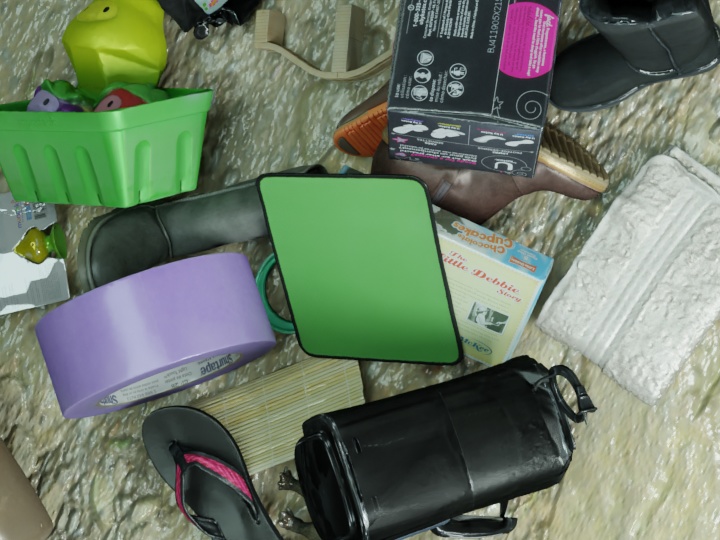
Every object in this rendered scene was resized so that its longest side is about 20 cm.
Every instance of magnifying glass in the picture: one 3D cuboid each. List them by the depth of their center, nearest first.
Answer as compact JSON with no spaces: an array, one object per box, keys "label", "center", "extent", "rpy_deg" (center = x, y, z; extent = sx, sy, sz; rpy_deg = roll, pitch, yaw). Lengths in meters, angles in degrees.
[{"label":"magnifying glass","center":[-0.019,-0.022,1.618],"extent":[0.200,0.022,0.080],"rpy_deg":[-44,79,8]}]

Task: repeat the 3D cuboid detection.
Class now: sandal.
[{"label":"sandal","center":[-0.127,0.204,1.576],"extent":[0.075,0.045,0.200],"rpy_deg":[-37,82,14]}]

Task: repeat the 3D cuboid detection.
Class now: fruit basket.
[{"label":"fruit basket","center":[-0.237,-0.167,1.612],"extent":[0.215,0.155,0.217],"rpy_deg":[13,111,38]}]

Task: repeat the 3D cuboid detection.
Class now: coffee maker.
[{"label":"coffee maker","center":[0.060,0.143,1.461],"extent":[0.199,0.192,0.135],"rpy_deg":[-16,59,-23]}]

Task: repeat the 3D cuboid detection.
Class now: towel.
[{"label":"towel","center":[0.257,0.003,1.527],"extent":[0.132,0.034,0.200],"rpy_deg":[36,98,16]}]

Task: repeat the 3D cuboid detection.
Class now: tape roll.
[{"label":"tape roll","center":[-0.181,0.059,1.571],"extent":[0.199,0.200,0.085],"rpy_deg":[-21,81,15]}]

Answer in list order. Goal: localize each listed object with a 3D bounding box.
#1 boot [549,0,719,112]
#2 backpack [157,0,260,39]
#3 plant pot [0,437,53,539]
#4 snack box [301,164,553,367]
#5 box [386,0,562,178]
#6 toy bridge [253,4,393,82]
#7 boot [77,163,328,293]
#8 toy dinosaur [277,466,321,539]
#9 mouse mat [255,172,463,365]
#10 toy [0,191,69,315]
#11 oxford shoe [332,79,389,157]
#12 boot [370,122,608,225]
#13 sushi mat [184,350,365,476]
[{"label":"boot","center":[0.212,-0.190,1.463],"extent":[0.164,0.200,0.066],"rpy_deg":[-19,82,15]},{"label":"backpack","center":[-0.116,-0.331,1.610],"extent":[0.200,0.127,0.167],"rpy_deg":[-30,76,10]},{"label":"plant pot","center":[-0.386,0.218,1.647],"extent":[0.200,0.200,0.175],"rpy_deg":[-42,95,11]},{"label":"snack box","center":[0.056,-0.001,1.537],"extent":[0.199,0.037,0.116],"rpy_deg":[25,132,5]},{"label":"box","center":[0.097,-0.193,1.465],"extent":[0.132,0.115,0.201],"rpy_deg":[8,72,5]},{"label":"toy bridge","center":[-0.010,-0.204,1.593],"extent":[0.199,0.027,0.068],"rpy_deg":[3,85,33]},{"label":"boot","center":[-0.137,-0.035,1.586],"extent":[0.199,0.182,0.073],"rpy_deg":[-2,118,18]},{"label":"toy dinosaur","center":[-0.017,0.222,1.577],"extent":[0.102,0.077,0.201],"rpy_deg":[7,85,30]},{"label":"mouse mat","center":[0.000,0.000,1.533],"extent":[0.160,0.008,0.201],"rpy_deg":[3,125,23]},{"label":"toy","center":[-0.376,-0.005,1.713],"extent":[0.199,0.047,0.116],"rpy_deg":[-13,80,12]},{"label":"oxford shoe","center":[0.062,-0.166,1.589],"extent":[0.199,0.071,0.073],"rpy_deg":[-25,54,16]},{"label":"boot","center":[0.101,-0.062,1.567],"extent":[0.199,0.072,0.167],"rpy_deg":[22,115,-5]},{"label":"sushi mat","center":[-0.085,0.137,1.616],"extent":[0.199,0.012,0.096],"rpy_deg":[-22,57,14]}]
